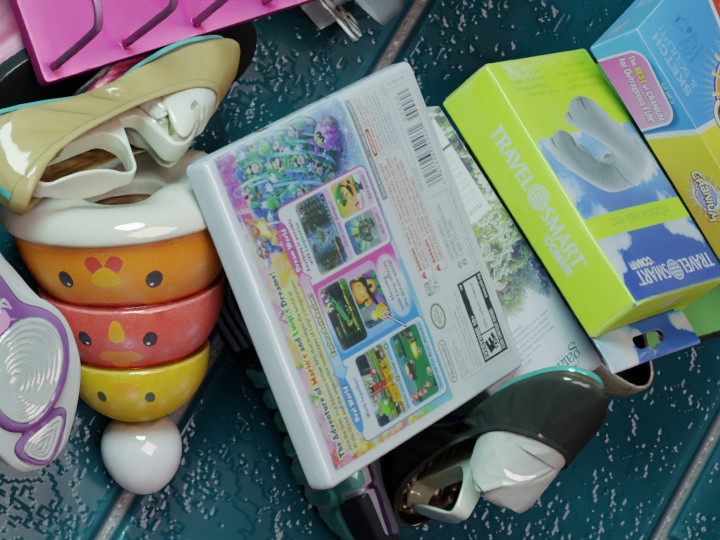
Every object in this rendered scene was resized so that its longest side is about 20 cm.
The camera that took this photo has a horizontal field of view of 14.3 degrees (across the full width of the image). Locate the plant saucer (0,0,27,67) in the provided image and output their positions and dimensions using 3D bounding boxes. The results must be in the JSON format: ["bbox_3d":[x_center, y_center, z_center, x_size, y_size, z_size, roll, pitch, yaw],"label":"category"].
[{"bbox_3d":[-0.258,-0.206,1.667,0.200,0.051,0.201,1,88,-26],"label":"plant saucer"}]

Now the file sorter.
[{"bbox_3d":[-0.099,-0.210,1.636,0.199,0.125,0.139,-20,90,-23],"label":"file sorter"}]

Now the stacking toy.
[{"bbox_3d":[-0.130,0.038,1.694,0.146,0.146,0.201,-14,110,-25],"label":"stacking toy"}]

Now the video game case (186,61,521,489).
[{"bbox_3d":[0.000,0.000,1.677,0.182,0.024,0.201,-29,102,-42],"label":"video game case"}]

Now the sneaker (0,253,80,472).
[{"bbox_3d":[-0.225,0.021,1.651,0.075,0.100,0.201,-30,105,-25],"label":"sneaker"}]

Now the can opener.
[{"bbox_3d":[-0.052,-0.223,1.755,0.067,0.053,0.200,-38,106,8],"label":"can opener"}]

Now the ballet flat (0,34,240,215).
[{"bbox_3d":[-0.136,-0.077,1.644,0.200,0.069,0.063,-24,64,-35],"label":"ballet flat"}]

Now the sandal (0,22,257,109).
[{"bbox_3d":[-0.143,-0.106,1.703,0.199,0.075,0.045,-17,54,-27],"label":"sandal"}]

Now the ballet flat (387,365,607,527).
[{"bbox_3d":[0.081,0.116,1.733,0.068,0.200,0.069,26,61,-21],"label":"ballet flat"}]

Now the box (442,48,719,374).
[{"bbox_3d":[0.146,-0.040,1.790,0.122,0.048,0.200,-14,69,-54],"label":"box"}]

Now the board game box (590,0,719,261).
[{"bbox_3d":[0.244,-0.102,1.866,0.200,0.040,0.153,57,43,-14],"label":"board game box"}]

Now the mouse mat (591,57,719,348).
[{"bbox_3d":[0.220,-0.054,1.911,0.160,0.008,0.201,-14,96,-25],"label":"mouse mat"}]

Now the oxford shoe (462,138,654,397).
[{"bbox_3d":[0.133,-0.009,1.830,0.071,0.074,0.200,-35,102,-17],"label":"oxford shoe"}]

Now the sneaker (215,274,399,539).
[{"bbox_3d":[-0.010,0.075,1.765,0.087,0.074,0.200,-32,101,-27],"label":"sneaker"}]

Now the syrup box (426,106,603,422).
[{"bbox_3d":[0.056,0.002,1.791,0.079,0.081,0.200,-39,106,-21],"label":"syrup box"}]
